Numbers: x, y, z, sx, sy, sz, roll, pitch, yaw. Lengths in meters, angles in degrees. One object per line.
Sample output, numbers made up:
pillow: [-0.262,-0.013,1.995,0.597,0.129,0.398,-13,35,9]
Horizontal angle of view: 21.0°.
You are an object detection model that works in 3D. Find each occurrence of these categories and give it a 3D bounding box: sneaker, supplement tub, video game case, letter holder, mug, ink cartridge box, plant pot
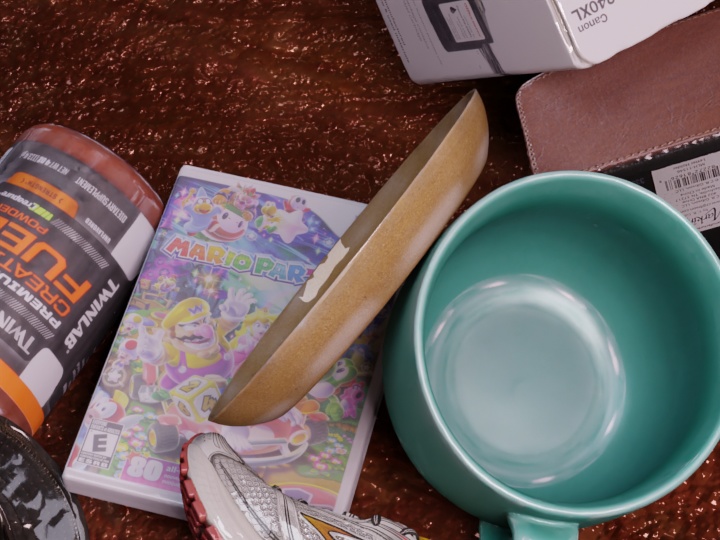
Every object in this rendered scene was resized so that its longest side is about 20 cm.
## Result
sneaker: [-0.011,0.144,0.897,0.082,0.078,0.200,-38,65,-21]
supplement tub: [-0.194,0.025,1.051,0.106,0.107,0.201,17,61,32]
video game case: [-0.055,0.041,1.010,0.142,0.018,0.201,12,56,8]
letter holder: [0.184,-0.086,0.989,0.198,0.101,0.143,-17,46,9]
mug: [0.075,0.054,0.889,0.152,0.114,0.185,43,74,1]
ink cartridge box: [0.109,-0.167,1.020,0.144,0.084,0.200,-29,13,-19]
plant pot: [0.000,0.000,0.921,0.027,0.200,0.200,39,69,-3]

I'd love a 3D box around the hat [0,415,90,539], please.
hat: [-0.221,0.143,0.915,0.198,0.081,0.203,4,71,-10]
